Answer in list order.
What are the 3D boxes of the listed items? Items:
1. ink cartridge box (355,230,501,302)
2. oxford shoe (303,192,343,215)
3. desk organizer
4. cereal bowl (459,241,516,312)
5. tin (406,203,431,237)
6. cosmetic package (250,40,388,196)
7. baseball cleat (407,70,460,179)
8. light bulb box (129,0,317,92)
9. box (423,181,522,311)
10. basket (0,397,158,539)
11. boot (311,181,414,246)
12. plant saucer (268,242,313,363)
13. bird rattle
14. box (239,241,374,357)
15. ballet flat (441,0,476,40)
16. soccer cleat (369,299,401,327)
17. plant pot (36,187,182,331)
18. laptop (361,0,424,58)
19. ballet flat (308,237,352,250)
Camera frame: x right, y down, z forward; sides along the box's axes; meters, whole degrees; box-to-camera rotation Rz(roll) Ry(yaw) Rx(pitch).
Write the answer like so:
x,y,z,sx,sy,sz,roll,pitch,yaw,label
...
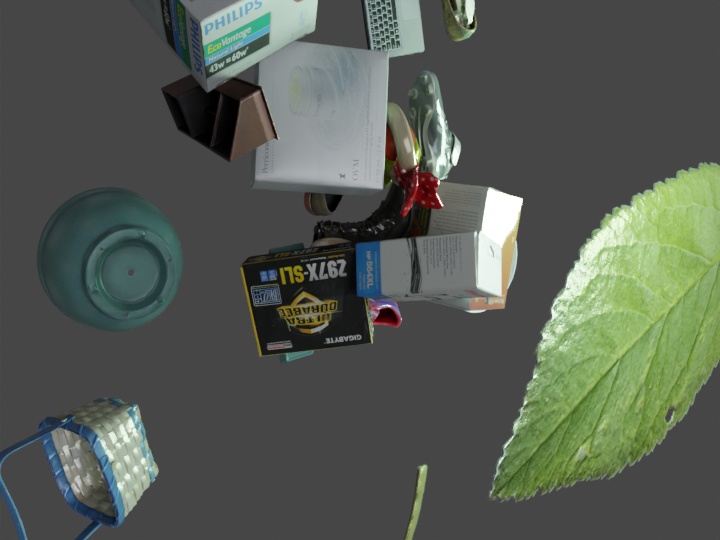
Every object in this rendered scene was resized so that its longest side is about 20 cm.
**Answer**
x,y,z,sx,sy,sz,roll,pitch,yaw,label
0.109,-0.001,1.001,0.145,0.195,0.087,14,74,-62,ink cartridge box
-0.032,-0.188,1.089,0.069,0.074,0.206,14,92,-35,oxford shoe
-0.198,-0.219,0.888,0.076,0.199,0.073,-32,128,-21,desk organizer
0.218,-0.024,1.292,0.195,0.082,0.207,-8,104,-34,cereal bowl
0.111,-0.055,1.200,0.042,0.109,0.207,-14,112,-71,tin
-0.066,-0.225,0.979,0.193,0.123,0.206,2,91,-11,cosmetic package
0.139,-0.270,1.206,0.105,0.069,0.206,-19,119,-37,baseball cleat
-0.186,-0.385,0.852,0.197,0.125,0.201,-36,76,-22,light bulb box
0.195,-0.041,1.134,0.150,0.104,0.207,1,99,-54,box
-0.388,0.285,0.887,0.199,0.135,0.182,-37,123,-58,basket
-0.001,-0.071,1.125,0.170,0.069,0.205,1,115,-33,boot
-0.116,0.059,1.117,0.068,0.019,0.207,-13,106,-33,plant saucer
0.055,-0.180,1.025,0.109,0.201,0.167,-15,115,0,bird rattle
-0.084,0.048,1.050,0.194,0.049,0.165,-7,105,9,box
0.170,-0.524,1.167,0.070,0.070,0.205,-29,114,-26,ballet flat
-0.006,0.058,1.146,0.196,0.074,0.069,14,120,-40,soccer cleat
-0.328,-0.006,0.885,0.196,0.133,0.207,-8,104,-33,plant pot
0.053,-0.455,1.069,0.196,0.115,0.193,-20,111,-30,laptop
0.000,0.000,1.094,0.196,0.068,0.069,19,117,-37,ballet flat
